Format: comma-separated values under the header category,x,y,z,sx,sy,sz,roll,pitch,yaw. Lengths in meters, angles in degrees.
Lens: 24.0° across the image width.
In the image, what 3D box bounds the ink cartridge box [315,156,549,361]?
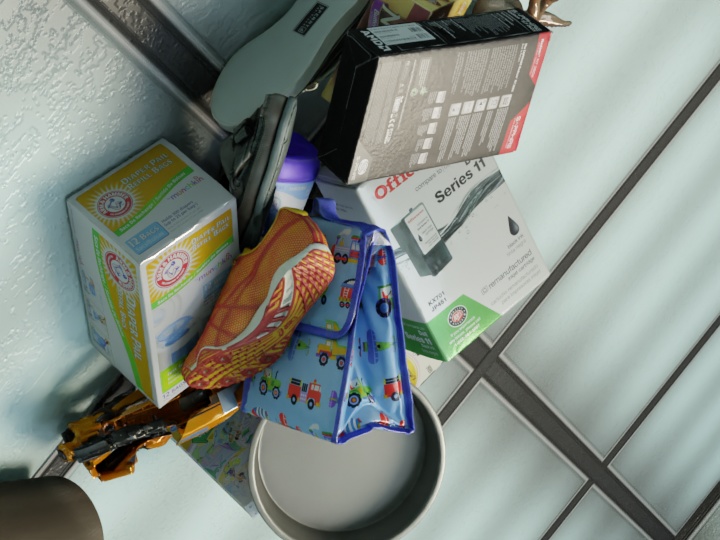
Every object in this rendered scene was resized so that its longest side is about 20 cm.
category,x,y,z,sx,sy,sz,roll,pitch,yaw
ink cartridge box,0.069,-0.041,1.582,0.146,0.083,0.201,-38,115,-19

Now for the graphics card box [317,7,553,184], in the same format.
category,x,y,z,sx,sy,sz,roll,pitch,yaw
graphics card box,0.064,-0.150,1.444,0.198,0.051,0.127,-15,134,-37

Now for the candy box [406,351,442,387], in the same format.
category,x,y,z,sx,sy,sz,roll,pitch,yaw
candy box,0.089,0.022,1.770,0.200,0.061,0.136,-45,154,-4

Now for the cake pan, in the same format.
category,x,y,z,sx,sy,sz,roll,pitch,yaw
cake pan,-0.015,0.183,1.667,0.198,0.037,0.203,-3,105,-10

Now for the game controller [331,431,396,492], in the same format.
category,x,y,z,sx,sy,sz,roll,pitch,yaw
game controller,-0.029,0.147,1.776,0.042,0.200,0.105,31,102,-37

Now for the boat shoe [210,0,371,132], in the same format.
category,x,y,z,sx,sy,sz,roll,pitch,yaw
boat shoe,-0.049,-0.188,1.489,0.200,0.070,0.064,-47,151,-12

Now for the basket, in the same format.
category,x,y,z,sx,sy,sz,roll,pitch,yaw
basket,-0.337,0.259,1.524,0.199,0.136,0.181,-12,137,-55

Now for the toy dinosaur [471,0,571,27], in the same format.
category,x,y,z,sx,sy,sz,roll,pitch,yaw
toy dinosaur,0.131,-0.236,1.688,0.199,0.086,0.136,-10,132,-59

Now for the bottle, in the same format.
category,x,y,z,sx,sy,sz,roll,pitch,yaw
bottle,-0.105,-0.035,1.588,0.083,0.065,0.201,-4,127,-46

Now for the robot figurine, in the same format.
category,x,y,z,sx,sy,sz,roll,pitch,yaw
robot figurine,-0.187,0.137,1.581,0.198,0.059,0.145,-26,-170,-13

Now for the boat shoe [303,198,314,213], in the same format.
category,x,y,z,sx,sy,sz,roll,pitch,yaw
boat shoe,-0.082,0.024,1.670,0.063,0.074,0.203,22,106,-20

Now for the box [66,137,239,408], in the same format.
category,x,y,z,sx,sy,sz,roll,pitch,yaw
box,-0.176,0.004,1.490,0.112,0.101,0.201,-35,148,-28

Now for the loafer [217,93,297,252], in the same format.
category,x,y,z,sx,sy,sz,roll,pitch,yaw
loafer,-0.101,-0.083,1.445,0.201,0.062,0.072,111,-3,-55

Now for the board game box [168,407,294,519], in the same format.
category,x,y,z,sx,sy,sz,roll,pitch,yaw
board game box,-0.087,0.136,1.739,0.200,0.134,0.034,-46,151,-12

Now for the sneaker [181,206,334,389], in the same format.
category,x,y,z,sx,sy,sz,roll,pitch,yaw
sneaker,-0.091,0.028,1.469,0.073,0.078,0.200,15,127,-42

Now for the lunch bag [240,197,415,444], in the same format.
category,x,y,z,sx,sy,sz,roll,pitch,yaw
lunch bag,-0.028,0.037,1.499,0.093,0.150,0.203,-4,99,-37

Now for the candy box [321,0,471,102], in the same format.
category,x,y,z,sx,sy,sz,roll,pitch,yaw
candy box,0.037,-0.207,1.532,0.117,0.056,0.200,-60,176,19
